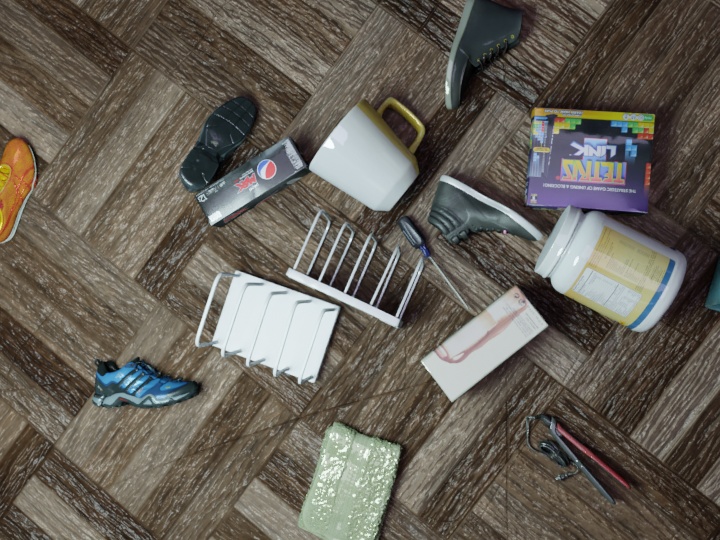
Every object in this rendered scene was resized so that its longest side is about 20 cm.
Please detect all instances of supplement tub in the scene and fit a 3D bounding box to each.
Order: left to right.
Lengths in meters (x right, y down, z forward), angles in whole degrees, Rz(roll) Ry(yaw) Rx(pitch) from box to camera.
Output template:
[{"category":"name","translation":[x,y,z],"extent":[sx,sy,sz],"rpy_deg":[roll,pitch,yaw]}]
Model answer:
[{"category":"supplement tub","translation":[0.398,-0.006,1.169],"extent":[0.199,0.145,0.146],"rpy_deg":[28,91,7]}]

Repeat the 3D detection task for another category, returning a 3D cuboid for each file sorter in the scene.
[{"category":"file sorter","translation":[-0.157,0.097,1.234],"extent":[0.198,0.125,0.140],"rpy_deg":[19,91,7]},{"category":"file sorter","translation":[0.000,0.000,1.221],"extent":[0.199,0.139,0.125],"rpy_deg":[25,88,7]}]

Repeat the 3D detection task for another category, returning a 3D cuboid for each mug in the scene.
[{"category":"mug","translation":[0.028,-0.195,1.225],"extent":[0.153,0.149,0.187],"rpy_deg":[40,99,-1]}]

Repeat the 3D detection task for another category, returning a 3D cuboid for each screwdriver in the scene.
[{"category":"screwdriver","translation":[0.127,-0.009,1.261],"extent":[0.029,0.028,0.201],"rpy_deg":[-35,84,35]}]

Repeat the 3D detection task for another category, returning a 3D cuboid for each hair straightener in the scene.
[{"category":"hair straightener","translation":[0.349,0.319,1.214],"extent":[0.200,0.041,0.077],"rpy_deg":[41,93,6]}]

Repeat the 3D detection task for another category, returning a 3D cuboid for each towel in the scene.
[{"category":"towel","translation":[-0.016,0.378,1.258],"extent":[0.147,0.036,0.202],"rpy_deg":[18,90,6]}]

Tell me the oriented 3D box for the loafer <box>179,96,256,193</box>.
[{"category":"loafer","translation":[-0.258,-0.224,1.292],"extent":[0.073,0.072,0.201],"rpy_deg":[38,72,-10]}]

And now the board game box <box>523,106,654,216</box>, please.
[{"category":"board game box","translation":[0.382,-0.182,1.222],"extent":[0.198,0.057,0.167],"rpy_deg":[4,87,7]}]

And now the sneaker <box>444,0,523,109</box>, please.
[{"category":"sneaker","translation":[0.210,-0.367,1.238],"extent":[0.105,0.075,0.202],"rpy_deg":[15,89,10]}]

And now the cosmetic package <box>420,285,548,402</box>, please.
[{"category":"cosmetic package","translation":[0.204,0.121,1.209],"extent":[0.200,0.103,0.087],"rpy_deg":[-39,82,2]}]

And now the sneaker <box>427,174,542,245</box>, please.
[{"category":"sneaker","translation":[0.204,-0.074,1.235],"extent":[0.199,0.071,0.100],"rpy_deg":[29,93,13]}]

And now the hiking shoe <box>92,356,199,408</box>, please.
[{"category":"hiking shoe","translation":[-0.385,0.197,1.289],"extent":[0.198,0.074,0.088],"rpy_deg":[-3,88,7]}]

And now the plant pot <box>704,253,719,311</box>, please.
[{"category":"plant pot","translation":[0.657,-0.028,1.147],"extent":[0.140,0.141,0.202],"rpy_deg":[14,82,7]}]

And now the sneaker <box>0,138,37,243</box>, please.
[{"category":"sneaker","translation":[-0.652,-0.146,1.333],"extent":[0.072,0.077,0.202],"rpy_deg":[13,88,9]}]

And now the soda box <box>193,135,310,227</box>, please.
[{"category":"soda box","translation":[-0.188,-0.154,1.279],"extent":[0.199,0.071,0.064],"rpy_deg":[-31,88,4]}]
